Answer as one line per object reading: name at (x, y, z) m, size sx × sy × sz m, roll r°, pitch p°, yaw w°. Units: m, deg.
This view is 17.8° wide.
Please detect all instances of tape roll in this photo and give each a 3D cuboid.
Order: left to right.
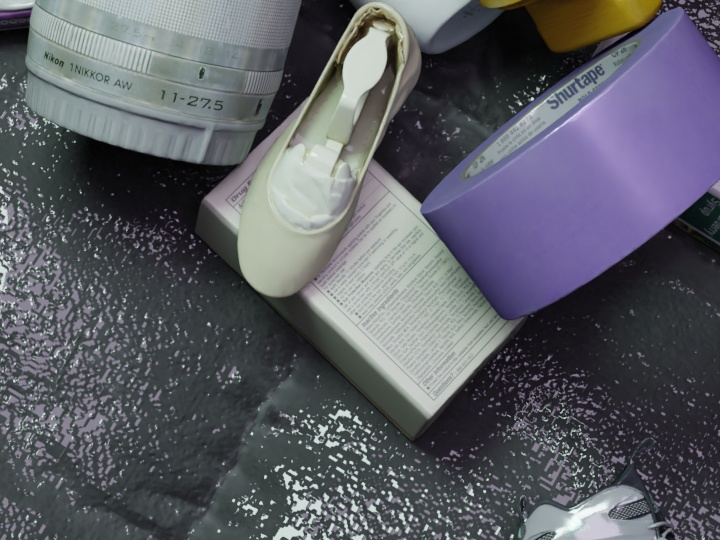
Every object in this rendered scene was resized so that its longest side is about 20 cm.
tape roll at (0.138, -0.064, 1.380) m, size 0.200 × 0.200 × 0.085 m, roll -39°, pitch 96°, yaw -16°

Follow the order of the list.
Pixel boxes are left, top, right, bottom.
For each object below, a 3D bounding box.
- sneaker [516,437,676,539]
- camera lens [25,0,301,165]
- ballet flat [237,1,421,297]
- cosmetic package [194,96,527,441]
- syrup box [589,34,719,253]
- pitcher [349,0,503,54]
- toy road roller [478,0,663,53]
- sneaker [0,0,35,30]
sneaker at (0.192, 0.175, 1.440) m, size 0.198 × 0.078 × 0.141 m, roll 5°, pitch 74°, yaw -7°
camera lens at (-0.113, -0.182, 1.404) m, size 0.159 × 0.160 × 0.201 m, roll 15°, pitch 103°, yaw -3°
ballet flat at (-0.019, -0.079, 1.415) m, size 0.069 × 0.070 × 0.201 m, roll 25°, pitch 71°, yaw 0°
cosmetic package at (0.000, 0.000, 1.467) m, size 0.200 × 0.073 × 0.104 m, roll 44°, pitch 73°, yaw 6°
syrup box at (0.230, -0.076, 1.518) m, size 0.199 × 0.079 × 0.082 m, roll 33°, pitch 71°, yaw 2°
pitcher at (0.010, -0.245, 1.493) m, size 0.121 × 0.171 × 0.201 m, roll -38°, pitch 79°, yaw 17°
toy road roller at (0.138, -0.230, 1.434) m, size 0.146 × 0.122 × 0.200 m, roll 55°, pitch 52°, yaw -19°
sneaker at (-0.242, -0.203, 1.500) m, size 0.198 × 0.075 × 0.100 m, roll -1°, pitch 67°, yaw -17°
